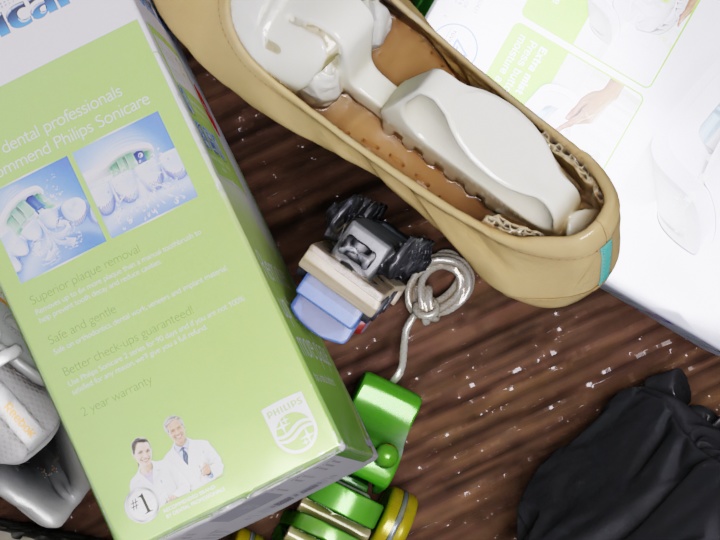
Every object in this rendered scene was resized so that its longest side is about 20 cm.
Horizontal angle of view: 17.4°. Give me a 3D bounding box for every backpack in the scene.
[{"bbox_3d":[0.148,0.157,0.892,0.126,0.167,0.200,-35,110,7],"label":"backpack"}]

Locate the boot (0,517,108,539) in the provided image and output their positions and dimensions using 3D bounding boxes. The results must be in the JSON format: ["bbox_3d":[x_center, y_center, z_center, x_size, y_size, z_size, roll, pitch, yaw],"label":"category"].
[{"bbox_3d":[-0.144,0.196,0.894,0.181,0.073,0.201,10,86,14],"label":"boot"}]

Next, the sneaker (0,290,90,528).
[{"bbox_3d":[-0.143,0.019,0.824,0.076,0.200,0.092,-40,52,-4],"label":"sneaker"}]

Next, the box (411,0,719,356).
[{"bbox_3d":[0.117,-0.093,0.890,0.176,0.097,0.201,29,91,-7],"label":"box"}]

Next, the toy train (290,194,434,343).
[{"bbox_3d":[0.000,0.000,0.835,0.034,0.200,0.046,37,92,3],"label":"toy train"}]

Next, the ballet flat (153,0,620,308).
[{"bbox_3d":[0.011,-0.067,0.806,0.200,0.063,0.069,37,73,6],"label":"ballet flat"}]

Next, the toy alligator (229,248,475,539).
[{"bbox_3d":[-0.005,0.084,0.912,0.059,0.054,0.201,26,91,-7],"label":"toy alligator"}]

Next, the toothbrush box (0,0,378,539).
[{"bbox_3d":[-0.077,-0.006,0.831,0.086,0.146,0.201,-27,82,1],"label":"toothbrush box"}]
